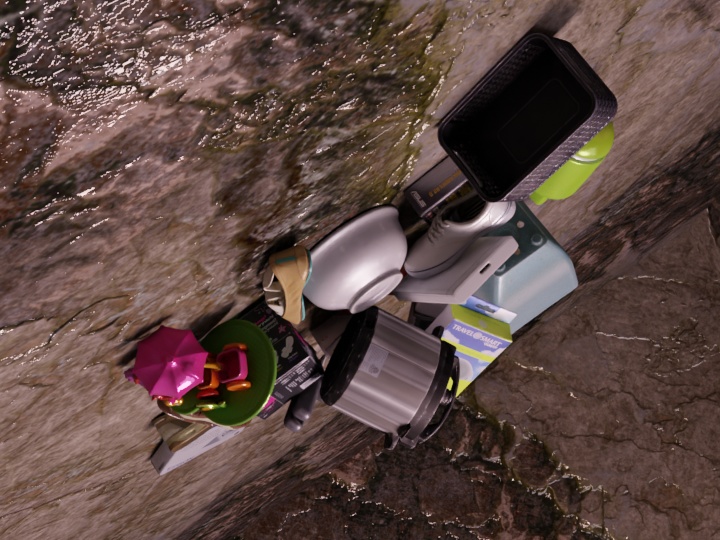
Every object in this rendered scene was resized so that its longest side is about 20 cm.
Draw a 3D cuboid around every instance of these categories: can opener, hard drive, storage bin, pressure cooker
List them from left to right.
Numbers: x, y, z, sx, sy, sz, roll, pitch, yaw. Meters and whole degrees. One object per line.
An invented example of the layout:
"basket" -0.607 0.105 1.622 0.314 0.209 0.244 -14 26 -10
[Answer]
"can opener" -0.075 0.208 1.803 0.053 0.067 0.200 -53 -172 24
"pressure cooker" 0.055 0.170 1.680 0.176 0.199 0.179 -59 -171 29
"hard drive" 0.140 -0.002 1.647 0.132 0.027 0.200 -44 -164 -18
"storage bin" 0.217 -0.196 1.415 0.200 0.136 0.094 -44 163 25

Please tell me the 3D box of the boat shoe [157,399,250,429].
"boat shoe" -0.247 0.210 1.715 0.074 0.075 0.202 -7 161 25

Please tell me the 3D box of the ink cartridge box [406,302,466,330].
"ink cartridge box" 0.137 0.047 1.870 0.145 0.084 0.201 -73 179 -47

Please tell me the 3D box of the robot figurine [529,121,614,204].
"robot figurine" 0.323 -0.193 1.709 0.175 0.116 0.200 -27 162 -35

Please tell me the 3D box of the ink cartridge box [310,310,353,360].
"ink cartridge box" 0.003 0.130 1.851 0.116 0.068 0.200 -35 -155 -7

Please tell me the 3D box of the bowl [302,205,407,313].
"bowl" 0.000 0.000 1.615 0.200 0.091 0.201 -35 165 -11

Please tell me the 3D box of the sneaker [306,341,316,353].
"sneaker" -0.134 0.156 1.851 0.096 0.079 0.200 -50 171 12

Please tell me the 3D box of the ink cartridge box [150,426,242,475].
"ink cartridge box" -0.264 0.275 1.949 0.199 0.041 0.200 -24 161 -39

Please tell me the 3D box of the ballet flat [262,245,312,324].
"ballet flat" -0.108 0.021 1.516 0.063 0.069 0.200 -9 154 -11

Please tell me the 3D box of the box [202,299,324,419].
"box" -0.144 0.137 1.657 0.132 0.115 0.200 -37 167 -4

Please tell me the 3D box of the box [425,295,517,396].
"box" 0.161 0.129 1.809 0.121 0.048 0.200 21 130 -22

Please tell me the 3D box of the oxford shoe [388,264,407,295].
"oxford shoe" 0.062 0.003 1.848 0.200 0.072 0.072 -21 121 -79

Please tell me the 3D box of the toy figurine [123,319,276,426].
"toy figurine" -0.246 0.133 1.466 0.199 0.151 0.184 -16 161 27

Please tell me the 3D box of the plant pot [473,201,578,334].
"plant pot" 0.264 -0.025 1.967 0.195 0.197 0.200 -35 157 -4

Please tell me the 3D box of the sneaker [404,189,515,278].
"sneaker" 0.133 -0.065 1.605 0.200 0.073 0.071 -39 137 22

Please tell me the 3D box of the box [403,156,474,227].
"box" 0.158 -0.129 1.660 0.158 0.048 0.200 -37 166 5

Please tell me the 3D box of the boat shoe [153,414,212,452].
"boat shoe" -0.253 0.228 1.817 0.200 0.063 0.073 -33 170 -33
